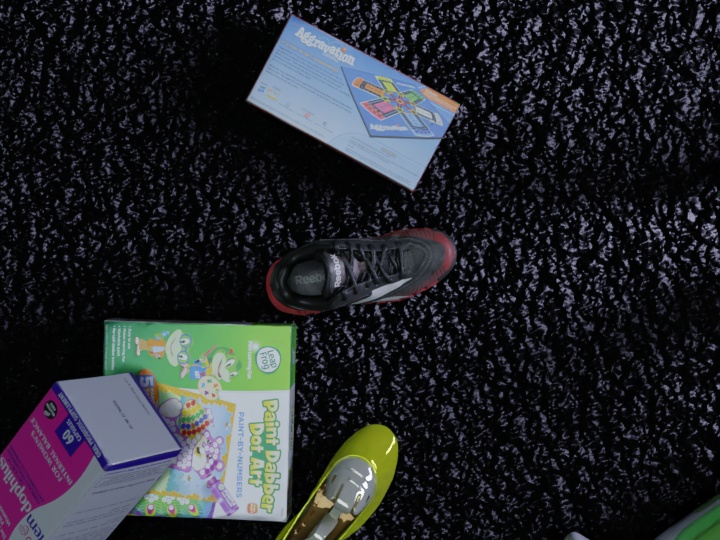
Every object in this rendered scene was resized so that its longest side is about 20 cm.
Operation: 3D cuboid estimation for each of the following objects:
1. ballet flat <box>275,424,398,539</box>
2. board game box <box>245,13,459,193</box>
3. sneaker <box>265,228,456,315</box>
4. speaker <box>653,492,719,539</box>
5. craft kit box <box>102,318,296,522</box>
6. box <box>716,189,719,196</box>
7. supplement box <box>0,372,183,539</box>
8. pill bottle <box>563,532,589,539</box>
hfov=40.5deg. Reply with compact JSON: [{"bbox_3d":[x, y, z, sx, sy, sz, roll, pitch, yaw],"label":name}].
[{"bbox_3d":[-0.028,0.245,0.981,0.067,0.067,0.200,37,91,4],"label":"ballet flat"},{"bbox_3d":[-0.008,-0.173,1.012,0.199,0.019,0.103,29,92,3],"label":"board game box"},{"bbox_3d":[0.000,0.000,0.970,0.199,0.098,0.071,-11,86,2],"label":"sneaker"},{"bbox_3d":[0.378,0.252,0.950,0.199,0.088,0.089,-35,87,2],"label":"speaker"},{"bbox_3d":[-0.166,0.152,1.004,0.196,0.049,0.202,1,89,1],"label":"craft kit box"},{"bbox_3d":[0.446,-0.124,0.937,0.199,0.117,0.049,-17,76,2],"label":"box"},{"bbox_3d":[-0.282,0.205,0.941,0.101,0.103,0.200,49,113,22],"label":"supplement box"},{"bbox_3d":[0.190,0.367,0.944,0.114,0.114,0.200,37,91,3],"label":"pill bottle"}]
